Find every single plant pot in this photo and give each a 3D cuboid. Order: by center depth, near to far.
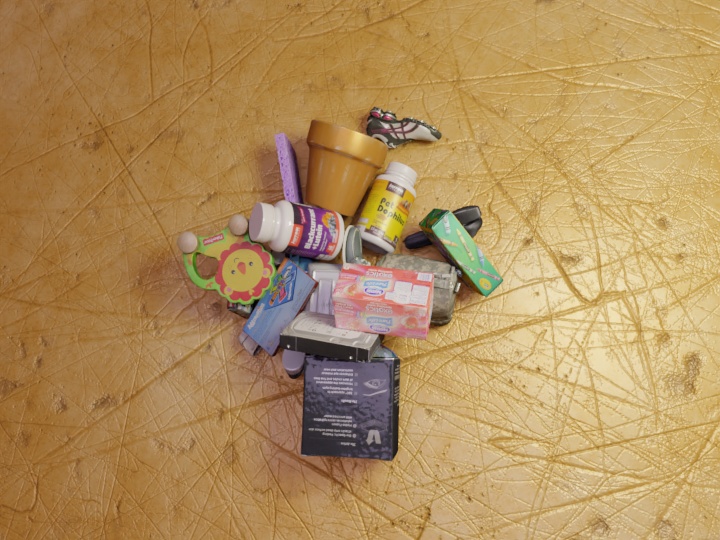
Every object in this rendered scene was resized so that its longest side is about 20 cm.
[{"bbox_3d":[-0.051,-0.237,1.412,0.195,0.200,0.188,20,96,13],"label":"plant pot"}]

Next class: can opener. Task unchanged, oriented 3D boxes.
[{"bbox_3d":[0.197,-0.094,1.399,0.195,0.063,0.081,-19,101,15],"label":"can opener"}]

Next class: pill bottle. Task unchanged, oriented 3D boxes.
[{"bbox_3d":[-0.143,-0.092,1.309,0.195,0.110,0.115,8,75,-32],"label":"pill bottle"},{"bbox_3d":[0.065,-0.149,1.404,0.107,0.109,0.205,20,82,13],"label":"pill bottle"}]

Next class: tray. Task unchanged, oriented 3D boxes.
[{"bbox_3d":[-0.080,0.082,1.340,0.104,0.022,0.207,2,76,9],"label":"tray"}]

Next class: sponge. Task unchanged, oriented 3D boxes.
[{"bbox_3d":[-0.172,-0.223,1.459,0.029,0.112,0.206,-11,75,5],"label":"sponge"}]

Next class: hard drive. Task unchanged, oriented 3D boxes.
[{"bbox_3d":[-0.056,0.136,1.235,0.194,0.140,0.039,9,109,15],"label":"hard drive"}]

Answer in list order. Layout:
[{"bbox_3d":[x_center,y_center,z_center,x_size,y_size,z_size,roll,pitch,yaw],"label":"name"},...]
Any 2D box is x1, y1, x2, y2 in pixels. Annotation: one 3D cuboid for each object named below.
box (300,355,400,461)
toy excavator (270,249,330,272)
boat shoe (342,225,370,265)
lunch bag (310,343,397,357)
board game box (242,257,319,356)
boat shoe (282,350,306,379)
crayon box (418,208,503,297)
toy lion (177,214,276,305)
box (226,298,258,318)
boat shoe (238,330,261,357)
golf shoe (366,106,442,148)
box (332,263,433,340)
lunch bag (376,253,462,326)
[{"bbox_3d":[-0.017,0.283,1.240,0.190,0.117,0.207,0,83,11],"label":"box"},{"bbox_3d":[-0.119,-0.019,1.421,0.193,0.100,0.201,2,79,1],"label":"toy excavator"},{"bbox_3d":[0.000,0.000,1.334,0.060,0.072,0.207,-2,90,25],"label":"boat shoe"},{"bbox_3d":[-0.020,0.224,1.349,0.196,0.083,0.164,26,82,14],"label":"lunch bag"},{"bbox_3d":[-0.186,0.084,1.357,0.102,0.019,0.203,35,99,19],"label":"board game box"},{"bbox_3d":[-0.135,0.157,1.392,0.069,0.068,0.205,8,59,6],"label":"boat shoe"},{"bbox_3d":[0.221,-0.042,1.310,0.058,0.119,0.201,-40,102,-1],"label":"crayon box"},{"bbox_3d":[-0.293,-0.013,1.322,0.194,0.069,0.197,-17,84,1],"label":"toy lion"},{"bbox_3d":[-0.280,0.004,1.414,0.039,0.137,0.207,-3,76,7],"label":"box"},{"bbox_3d":[-0.207,0.122,1.409,0.200,0.072,0.066,-44,75,0],"label":"boat shoe"},{"bbox_3d":[0.107,-0.342,1.470,0.195,0.077,0.091,19,101,15],"label":"golf shoe"},{"bbox_3d":[0.049,0.063,1.206,0.194,0.097,0.104,6,43,12],"label":"box"},{"bbox_3d":[0.126,0.039,1.321,0.194,0.168,0.144,8,79,11],"label":"lunch bag"}]
